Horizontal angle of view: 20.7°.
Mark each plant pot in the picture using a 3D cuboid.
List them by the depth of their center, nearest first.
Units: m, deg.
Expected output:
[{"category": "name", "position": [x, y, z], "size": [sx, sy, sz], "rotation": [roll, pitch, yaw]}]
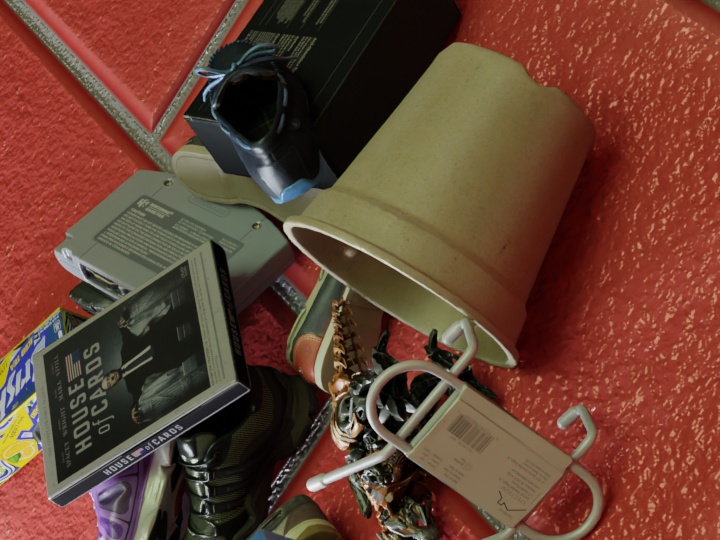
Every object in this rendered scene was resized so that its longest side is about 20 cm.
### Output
[{"category": "plant pot", "position": [0.075, -0.057, 1.461], "size": [0.200, 0.200, 0.184], "rotation": [22, 77, 47]}]

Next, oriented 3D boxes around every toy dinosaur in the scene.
[{"category": "toy dinosaur", "position": [0.015, 0.114, 1.490], "size": [0.200, 0.102, 0.136], "rotation": [52, 135, 10]}]

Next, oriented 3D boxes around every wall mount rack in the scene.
[{"category": "wall mount rack", "position": [0.065, 0.136, 1.384], "size": [0.174, 0.200, 0.075], "rotation": [-49, 20, 13]}]

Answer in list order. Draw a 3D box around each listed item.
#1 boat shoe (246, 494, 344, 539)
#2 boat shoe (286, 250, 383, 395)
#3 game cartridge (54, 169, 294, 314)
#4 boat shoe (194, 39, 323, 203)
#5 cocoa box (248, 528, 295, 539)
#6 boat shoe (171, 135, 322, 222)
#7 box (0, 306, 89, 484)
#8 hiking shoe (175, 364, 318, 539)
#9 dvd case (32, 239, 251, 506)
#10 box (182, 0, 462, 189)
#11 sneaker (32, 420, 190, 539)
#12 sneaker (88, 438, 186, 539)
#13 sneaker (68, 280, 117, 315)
[{"category": "boat shoe", "position": [-0.089, 0.260, 1.558], "size": [0.201, 0.072, 0.066], "rotation": [-50, 35, 17]}, {"category": "boat shoe", "position": [0.000, 0.000, 1.583], "size": [0.063, 0.071, 0.201], "rotation": [31, 100, 50]}, {"category": "game cartridge", "position": [-0.157, -0.019, 1.713], "size": [0.200, 0.041, 0.133], "rotation": [26, 61, 38]}, {"category": "boat shoe", "position": [-0.075, -0.132, 1.502], "size": [0.084, 0.069, 0.200], "rotation": [-36, 38, -1]}, {"category": "cocoa box", "position": [-0.024, 0.288, 1.378], "size": [0.131, 0.200, 0.134], "rotation": [-44, 47, 20]}, {"category": "boat shoe", "position": [-0.068, -0.085, 1.682], "size": [0.199, 0.073, 0.063], "rotation": [15, 44, 33]}, {"category": "box", "position": [-0.313, 0.123, 1.840], "size": [0.200, 0.064, 0.070], "rotation": [-40, 48, 26]}, {"category": "hiking shoe", "position": [-0.119, 0.162, 1.597], "size": [0.076, 0.100, 0.201], "rotation": [24, 88, 58]}, {"category": "dvd case", "position": [-0.181, 0.083, 1.603], "size": [0.200, 0.025, 0.151], "rotation": [-32, 47, 20]}, {"category": "box", "position": [-0.029, -0.169, 1.617], "size": [0.141, 0.079, 0.200], "rotation": [10, 58, 41]}, {"category": "sneaker", "position": [-0.213, 0.171, 1.684], "size": [0.070, 0.108, 0.201], "rotation": [-40, 50, 22]}, {"category": "sneaker", "position": [-0.192, 0.193, 1.621], "size": [0.083, 0.081, 0.201], "rotation": [10, 74, 15]}, {"category": "sneaker", "position": [-0.180, 0.018, 1.752], "size": [0.200, 0.076, 0.091], "rotation": [22, 78, 43]}]
